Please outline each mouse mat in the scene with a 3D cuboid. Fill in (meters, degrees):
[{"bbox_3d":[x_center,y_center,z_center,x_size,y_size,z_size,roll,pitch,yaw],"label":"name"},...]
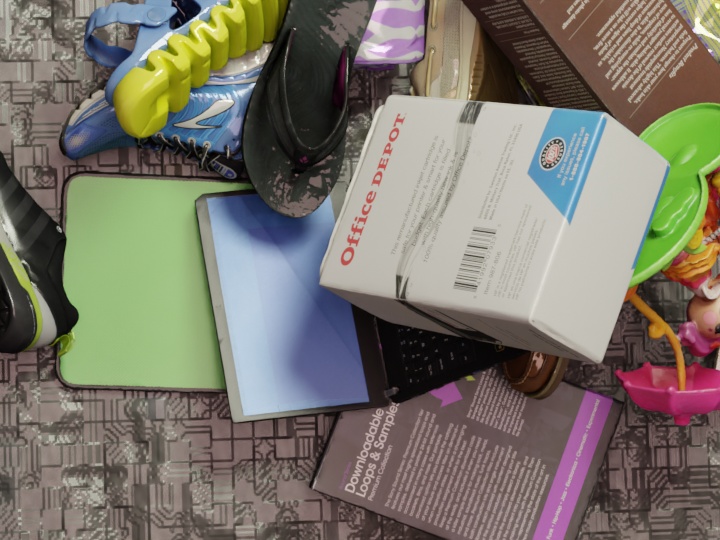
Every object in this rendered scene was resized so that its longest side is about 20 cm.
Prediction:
[{"bbox_3d":[-0.122,0.010,1.645,0.200,0.008,0.161,3,86,-7],"label":"mouse mat"}]

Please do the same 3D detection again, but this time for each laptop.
[{"bbox_3d":[0.000,0.000,1.584,0.200,0.103,0.178,-23,69,34],"label":"laptop"}]

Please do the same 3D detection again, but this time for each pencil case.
[{"bbox_3d":[0.005,-0.242,1.608,0.084,0.086,0.200,0,98,-2],"label":"pencil case"}]

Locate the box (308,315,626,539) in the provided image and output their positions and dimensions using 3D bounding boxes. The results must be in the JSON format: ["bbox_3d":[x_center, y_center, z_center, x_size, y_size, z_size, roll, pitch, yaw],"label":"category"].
[{"bbox_3d":[0.078,0.129,1.648,0.200,0.036,0.143,22,83,-6],"label":"box"}]

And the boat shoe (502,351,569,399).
[{"bbox_3d":[0.115,-0.007,1.625,0.068,0.072,0.200,15,68,-30],"label":"boat shoe"}]

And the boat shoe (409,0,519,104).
[{"bbox_3d":[0.073,-0.137,1.649,0.072,0.065,0.200,-7,106,-50],"label":"boat shoe"}]

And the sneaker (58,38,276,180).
[{"bbox_3d":[-0.118,-0.106,1.617,0.200,0.079,0.089,-14,86,-7],"label":"sneaker"}]

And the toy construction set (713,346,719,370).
[{"bbox_3d":[0.304,-0.008,1.659,0.131,0.092,0.200,-12,99,-7],"label":"toy construction set"}]

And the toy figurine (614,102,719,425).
[{"bbox_3d":[0.222,0.014,1.569,0.200,0.150,0.184,-45,125,-17],"label":"toy figurine"}]

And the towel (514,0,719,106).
[{"bbox_3d":[0.194,-0.193,1.684,0.200,0.023,0.144,-27,90,-7],"label":"towel"}]

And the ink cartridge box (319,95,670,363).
[{"bbox_3d":[0.085,-0.031,1.479,0.084,0.200,0.145,30,76,-42],"label":"ink cartridge box"}]

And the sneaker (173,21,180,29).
[{"bbox_3d":[-0.080,-0.249,1.629,0.088,0.076,0.200,28,85,-4],"label":"sneaker"}]

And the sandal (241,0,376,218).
[{"bbox_3d":[-0.036,-0.131,1.558,0.075,0.048,0.201,10,105,-11],"label":"sandal"}]

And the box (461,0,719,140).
[{"bbox_3d":[0.168,-0.168,1.602,0.200,0.075,0.100,49,67,-18],"label":"box"}]

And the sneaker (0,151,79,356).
[{"bbox_3d":[-0.258,-0.028,1.612,0.083,0.072,0.200,-5,72,-48],"label":"sneaker"}]

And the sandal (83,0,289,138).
[{"bbox_3d":[-0.116,-0.181,1.560,0.087,0.080,0.200,40,58,19],"label":"sandal"}]
